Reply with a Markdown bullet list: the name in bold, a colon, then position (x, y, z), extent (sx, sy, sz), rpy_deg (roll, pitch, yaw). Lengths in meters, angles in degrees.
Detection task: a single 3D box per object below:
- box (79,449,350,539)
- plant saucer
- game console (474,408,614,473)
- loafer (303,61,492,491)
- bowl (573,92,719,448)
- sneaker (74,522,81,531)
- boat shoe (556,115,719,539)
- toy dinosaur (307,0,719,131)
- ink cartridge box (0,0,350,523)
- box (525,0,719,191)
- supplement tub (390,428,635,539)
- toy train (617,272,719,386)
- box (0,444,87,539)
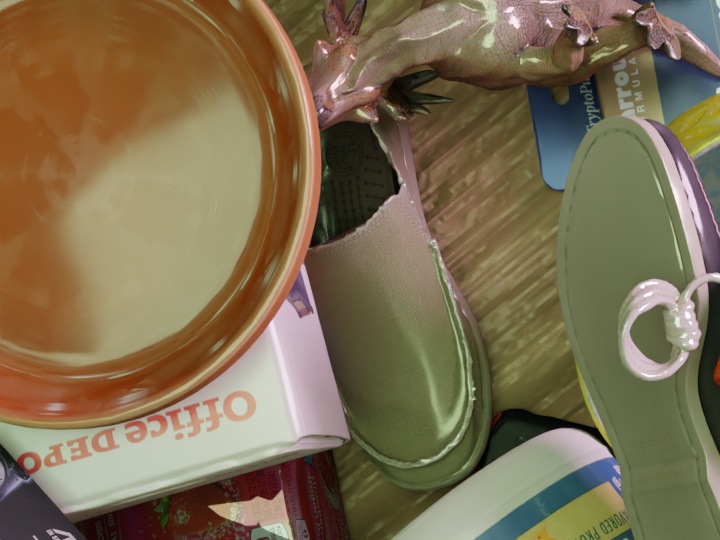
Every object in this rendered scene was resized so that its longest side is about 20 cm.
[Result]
- **box**: position (-0.077, 0.038, 1.300), extent (0.095, 0.100, 0.201), rpy_deg (-13, 83, 13)
- **plant saucer**: position (-0.111, -0.038, 1.160), extent (0.200, 0.032, 0.201), rpy_deg (-1, 86, 14)
- **game console**: position (0.130, 0.167, 1.285), extent (0.199, 0.031, 0.177), rpy_deg (14, 85, 13)
- **loafer**: position (0.000, 0.000, 1.300), extent (0.075, 0.068, 0.201), rpy_deg (-21, 79, 17)
- **bowl**: position (0.177, -0.007, 1.231), extent (0.199, 0.108, 0.201), rpy_deg (-4, 121, -6)
- **sneaker**: position (-0.132, 0.159, 1.317), extent (0.199, 0.074, 0.116), rpy_deg (20, 93, 14)
- **boat shoe**: position (0.129, 0.035, 1.144), extent (0.073, 0.063, 0.201), rpy_deg (-6, 100, 50)
- **toy dinosaur**: position (0.059, -0.101, 1.247), extent (0.135, 0.200, 0.086), rpy_deg (-34, 61, 48)
- **ink cartridge box**: position (-0.103, -0.005, 1.215), extent (0.144, 0.084, 0.201), rpy_deg (-17, 81, 12)
- **box**: position (0.165, -0.109, 1.295), extent (0.199, 0.032, 0.122), rpy_deg (-11, 83, 12)
- **supplement tub**: position (0.095, 0.180, 1.200), extent (0.145, 0.145, 0.200), rpy_deg (-40, 77, 7)
- **toy train**: position (0.172, 0.080, 1.100), extent (0.056, 0.150, 0.200), rpy_deg (3, 119, 50)
- **box**: position (-0.134, 0.186, 1.152), extent (0.200, 0.043, 0.160), rpy_deg (45, 118, 18)
